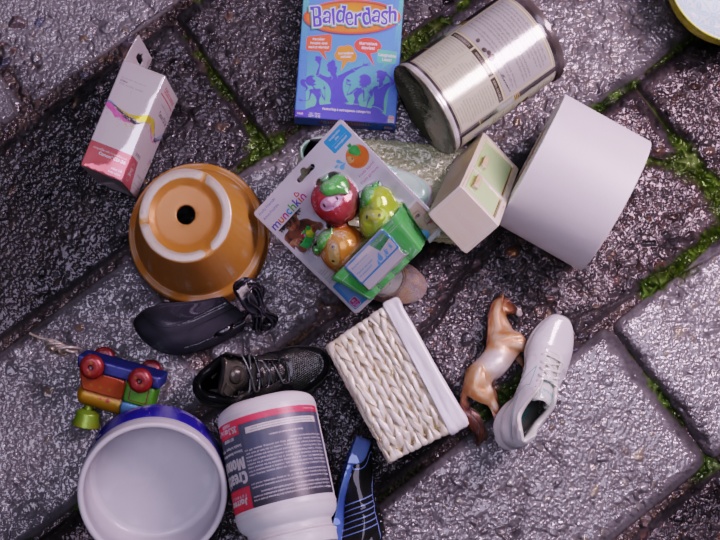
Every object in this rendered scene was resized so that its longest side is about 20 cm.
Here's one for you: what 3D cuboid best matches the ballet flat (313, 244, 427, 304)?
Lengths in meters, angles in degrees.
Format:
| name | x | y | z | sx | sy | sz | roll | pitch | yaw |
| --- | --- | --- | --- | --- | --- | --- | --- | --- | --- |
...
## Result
| name | x | y | z | sx | sy | sz | roll | pitch | yaw |
| --- | --- | --- | --- | --- | --- | --- | --- | --- | --- |
| ballet flat | 0.000 | 0.000 | 1.726 | 0.197 | 0.067 | 0.069 | 18 | 90 | 1 |

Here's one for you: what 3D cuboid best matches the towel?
| name | x | y | z | sx | sy | sz | roll | pitch | yaw |
| --- | --- | --- | --- | --- | --- | --- | --- | --- | --- |
| towel | 0.059 | -0.118 | 1.760 | 0.197 | 0.037 | 0.151 | 5 | 81 | -1 |

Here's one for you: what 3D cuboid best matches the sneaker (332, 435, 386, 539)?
| name | x | y | z | sx | sy | sz | roll | pitch | yaw |
| --- | --- | --- | --- | --- | --- | --- | --- | --- | --- |
| sneaker | 0.002 | 0.334 | 1.684 | 0.077 | 0.070 | 0.203 | 12 | 89 | -2 |

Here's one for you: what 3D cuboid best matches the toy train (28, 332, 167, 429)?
| name | x | y | z | sx | sy | sz | roll | pitch | yaw |
| --- | --- | --- | --- | --- | --- | --- | --- | --- | --- |
| toy train | -0.378 | 0.167 | 1.695 | 0.197 | 0.085 | 0.117 | 15 | 95 | 1 |

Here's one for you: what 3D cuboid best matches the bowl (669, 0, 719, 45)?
| name | x | y | z | sx | sy | sz | roll | pitch | yaw |
| --- | --- | --- | --- | --- | --- | --- | --- | --- | --- |
| bowl | 0.530 | -0.414 | 1.774 | 0.197 | 0.108 | 0.204 | 0 | 83 | -1 |

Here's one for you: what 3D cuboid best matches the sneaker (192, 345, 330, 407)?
| name | x | y | z | sx | sy | sz | roll | pitch | yaw |
| --- | --- | --- | --- | --- | --- | --- | --- | --- | --- |
| sneaker | -0.136 | 0.147 | 1.682 | 0.196 | 0.114 | 0.078 | -8 | 84 | -4 |

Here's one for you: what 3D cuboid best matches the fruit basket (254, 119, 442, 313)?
| name | x | y | z | sx | sy | sz | roll | pitch | yaw |
| --- | --- | --- | --- | --- | --- | --- | --- | --- | --- |
| fruit basket | -0.017 | -0.066 | 1.622 | 0.200 | 0.094 | 0.185 | 43 | 111 | -10 |

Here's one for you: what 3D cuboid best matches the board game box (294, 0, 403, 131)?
| name | x | y | z | sx | sy | sz | roll | pitch | yaw |
| --- | --- | --- | --- | --- | --- | --- | --- | --- | --- |
| board game box | -0.016 | -0.312 | 1.780 | 0.149 | 0.045 | 0.203 | 3 | 82 | -1 |

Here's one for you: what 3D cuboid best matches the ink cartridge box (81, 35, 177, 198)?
| name | x | y | z | sx | sy | sz | roll | pitch | yaw |
| --- | --- | --- | --- | --- | --- | --- | --- | --- | --- |
| ink cartridge box | -0.318 | -0.217 | 1.724 | 0.067 | 0.117 | 0.203 | 20 | 83 | 3 |

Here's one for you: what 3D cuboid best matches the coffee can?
| name | x | y | z | sx | sy | sz | roll | pitch | yaw |
| --- | --- | --- | --- | --- | --- | --- | --- | --- | --- |
| coffee can | 0.167 | -0.280 | 1.718 | 0.199 | 0.146 | 0.147 | -35 | 84 | -12 |

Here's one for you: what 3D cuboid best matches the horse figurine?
| name | x | y | z | sx | sy | sz | roll | pitch | yaw |
| --- | --- | --- | --- | --- | --- | --- | --- | --- | --- |
| horse figurine | 0.199 | 0.147 | 1.720 | 0.132 | 0.050 | 0.201 | 36 | 80 | -4 |

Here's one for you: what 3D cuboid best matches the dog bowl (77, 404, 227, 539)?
| name | x | y | z | sx | sy | sz | roll | pitch | yaw |
| --- | --- | --- | --- | --- | --- | --- | --- | --- | --- |
| dog bowl | -0.279 | 0.288 | 1.643 | 0.197 | 0.079 | 0.203 | -2 | 103 | -7 |

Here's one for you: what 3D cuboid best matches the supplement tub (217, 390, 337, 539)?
| name | x | y | z | sx | sy | sz | roll | pitch | yaw |
| --- | --- | --- | --- | --- | --- | --- | --- | --- | --- |
| supplement tub | -0.110 | 0.275 | 1.639 | 0.138 | 0.141 | 0.203 | -12 | 74 | -3 |

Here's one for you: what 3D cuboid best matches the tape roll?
| name | x | y | z | sx | sy | sz | roll | pitch | yaw |
| --- | --- | --- | --- | --- | --- | --- | --- | --- | --- |
| tape roll | 0.292 | -0.122 | 1.683 | 0.138 | 0.203 | 0.205 | 28 | 82 | 2 |

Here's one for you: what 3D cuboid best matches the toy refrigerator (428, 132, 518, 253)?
| name | x | y | z | sx | sy | sz | roll | pitch | yaw |
| --- | --- | --- | --- | --- | --- | --- | --- | --- | --- |
| toy refrigerator | 0.158 | -0.110 | 1.654 | 0.076 | 0.200 | 0.070 | 45 | 119 | -8 |

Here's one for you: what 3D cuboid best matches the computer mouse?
| name | x | y | z | sx | sy | sz | roll | pitch | yaw |
| --- | --- | --- | --- | --- | --- | --- | --- | --- | --- |
| computer mouse | -0.219 | 0.077 | 1.687 | 0.197 | 0.139 | 0.053 | -11 | 59 | 6 |

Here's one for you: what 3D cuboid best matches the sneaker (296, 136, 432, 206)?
| name | x | y | z | sx | sy | sz | roll | pitch | yaw |
| --- | --- | --- | --- | --- | --- | --- | --- | --- | --- |
| sneaker | 0.004 | -0.128 | 1.681 | 0.197 | 0.118 | 0.075 | 14 | 79 | 4 |

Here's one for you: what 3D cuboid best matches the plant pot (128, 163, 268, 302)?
| name | x | y | z | sx | sy | sz | roll | pitch | yaw |
| --- | --- | --- | --- | --- | --- | --- | --- | --- | --- |
| plant pot | -0.228 | -0.059 | 1.671 | 0.197 | 0.183 | 0.204 | 0 | 82 | -1 |

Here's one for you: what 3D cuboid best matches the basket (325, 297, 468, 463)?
| name | x | y | z | sx | sy | sz | roll | pitch | yaw |
| --- | --- | --- | --- | --- | --- | --- | --- | --- | --- |
| basket | 0.047 | 0.156 | 1.673 | 0.122 | 0.136 | 0.202 | -30 | 83 | -3 |

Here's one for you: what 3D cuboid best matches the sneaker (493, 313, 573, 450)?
| name | x | y | z | sx | sy | sz | roll | pitch | yaw |
| --- | --- | --- | --- | --- | --- | --- | --- | --- | --- |
| sneaker | 0.251 | 0.155 | 1.669 | 0.070 | 0.080 | 0.203 | 26 | 78 | -10 |
